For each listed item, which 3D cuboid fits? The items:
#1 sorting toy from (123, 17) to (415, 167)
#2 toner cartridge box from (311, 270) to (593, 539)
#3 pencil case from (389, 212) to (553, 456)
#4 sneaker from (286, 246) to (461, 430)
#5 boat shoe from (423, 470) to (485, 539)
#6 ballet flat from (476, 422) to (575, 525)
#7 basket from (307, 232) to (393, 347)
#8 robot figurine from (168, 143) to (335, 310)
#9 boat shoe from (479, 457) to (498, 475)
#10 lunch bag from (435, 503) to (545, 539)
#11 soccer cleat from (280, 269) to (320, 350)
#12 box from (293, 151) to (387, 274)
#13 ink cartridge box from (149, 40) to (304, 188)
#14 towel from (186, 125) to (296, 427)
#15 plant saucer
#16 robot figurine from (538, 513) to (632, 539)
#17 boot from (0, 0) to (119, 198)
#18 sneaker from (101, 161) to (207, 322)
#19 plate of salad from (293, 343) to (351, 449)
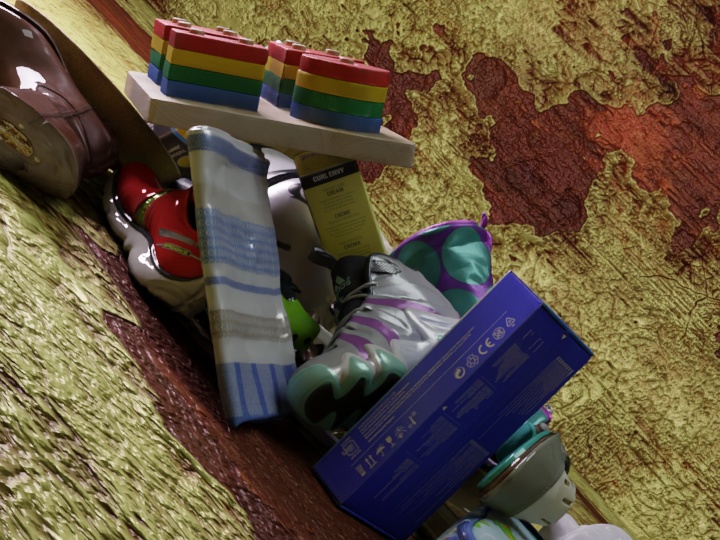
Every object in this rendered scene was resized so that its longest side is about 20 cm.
[{"bbox_3d":[-0.071,-0.143,1.168,0.198,0.070,0.200,9,10,-16],"label":"sorting toy"},{"bbox_3d":[0.067,0.100,1.083,0.043,0.200,0.095,48,4,39],"label":"toner cartridge box"},{"bbox_3d":[0.092,0.058,1.260,0.085,0.092,0.201,64,8,-76],"label":"pencil case"},{"bbox_3d":[-0.007,0.038,1.125,0.200,0.078,0.140,-5,54,-51],"label":"sneaker"},{"bbox_3d":[0.086,0.213,1.214,0.073,0.063,0.201,1,33,-44],"label":"boat shoe"},{"bbox_3d":[0.126,0.146,1.064,0.064,0.067,0.200,49,7,5],"label":"ballet flat"},{"bbox_3d":[-0.040,-0.007,1.531,0.136,0.123,0.200,44,6,-16],"label":"basket"},{"bbox_3d":[-0.081,-0.042,1.341,0.200,0.150,0.125,36,-35,55],"label":"robot figurine"},{"bbox_3d":[0.088,0.107,1.353,0.200,0.075,0.093,48,-2,23],"label":"boat shoe"},{"bbox_3d":[0.108,0.239,1.020,0.161,0.082,0.200,50,6,11],"label":"lunch bag"},{"bbox_3d":[-0.097,0.002,1.196,0.081,0.068,0.200,20,21,-37],"label":"soccer cleat"},{"bbox_3d":[0.000,0.000,1.231,0.075,0.050,0.201,-111,-178,-71],"label":"box"},{"bbox_3d":[-0.103,-0.113,1.443,0.200,0.197,0.047,40,29,-50],"label":"ink cartridge box"},{"bbox_3d":[-0.078,0.005,1.036,0.147,0.024,0.201,19,62,-77],"label":"towel"},{"bbox_3d":[-0.232,-0.139,1.274,0.200,0.035,0.200,45,-10,10],"label":"plant saucer"},{"bbox_3d":[0.212,0.293,1.270,0.169,0.113,0.200,28,16,-44],"label":"robot figurine"},{"bbox_3d":[-0.255,-0.131,1.088,0.186,0.064,0.200,44,9,-5],"label":"boot"},{"bbox_3d":[-0.134,-0.035,1.142,0.077,0.085,0.200,45,5,-36],"label":"sneaker"},{"bbox_3d":[-0.032,0.090,1.228,0.200,0.048,0.200,46,4,-4],"label":"plate of salad"}]
